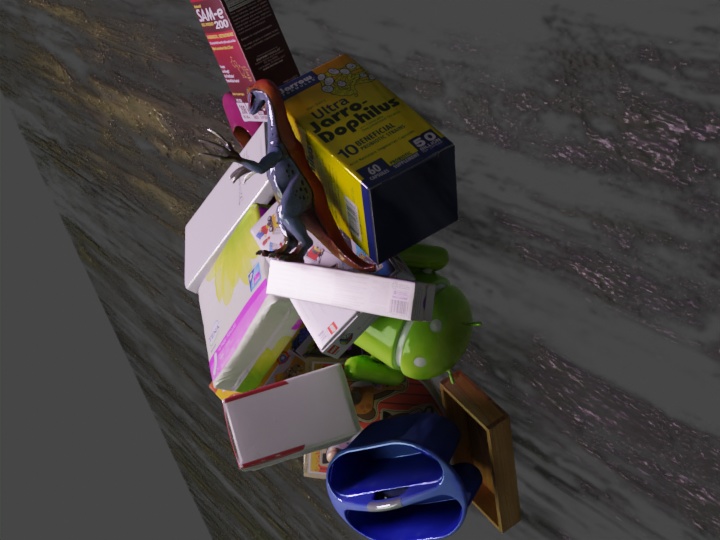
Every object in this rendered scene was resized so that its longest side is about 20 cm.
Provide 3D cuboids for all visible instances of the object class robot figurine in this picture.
[{"bbox_3d":[0.041,0.044,1.534,0.199,0.115,0.177,31,112,23],"label":"robot figurine"}]

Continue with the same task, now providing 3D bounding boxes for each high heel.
[{"bbox_3d":[-0.152,-0.145,1.813,0.201,0.096,0.068,54,160,17],"label":"high heel"}]

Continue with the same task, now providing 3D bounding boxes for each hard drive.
[{"bbox_3d":[-0.165,-0.082,1.750,0.200,0.026,0.133,-49,29,30],"label":"hard drive"}]

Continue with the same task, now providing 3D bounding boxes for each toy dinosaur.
[{"bbox_3d":[-0.074,-0.103,1.418,0.105,0.197,0.184,-163,81,-80],"label":"toy dinosaur"}]

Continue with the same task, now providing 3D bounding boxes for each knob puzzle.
[{"bbox_3d":[0.025,0.198,1.744,0.031,0.217,0.222,-82,-29,-67],"label":"knob puzzle"}]

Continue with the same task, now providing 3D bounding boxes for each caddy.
[{"bbox_3d":[0.050,0.259,1.661,0.198,0.105,0.142,-17,108,37],"label":"caddy"}]

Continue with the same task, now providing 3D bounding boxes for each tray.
[{"bbox_3d":[0.150,0.224,1.676,0.099,0.037,0.201,43,154,42],"label":"tray"}]

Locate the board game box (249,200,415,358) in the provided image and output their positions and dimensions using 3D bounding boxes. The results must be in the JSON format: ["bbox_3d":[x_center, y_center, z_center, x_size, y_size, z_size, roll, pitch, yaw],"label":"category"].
[{"bbox_3d":[-0.035,-0.018,1.499,0.034,0.126,0.201,27,-156,-49],"label":"board game box"}]

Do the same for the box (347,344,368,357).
[{"bbox_3d":[0.000,0.000,1.649,0.142,0.036,0.202,-19,99,44],"label":"box"}]

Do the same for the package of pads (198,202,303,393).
[{"bbox_3d":[-0.131,0.032,1.658,0.200,0.067,0.156,-53,40,43],"label":"package of pads"}]

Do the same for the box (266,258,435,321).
[{"bbox_3d":[-0.012,0.020,1.414,0.198,0.038,0.042,8,91,38],"label":"box"}]

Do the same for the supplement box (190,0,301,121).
[{"bbox_3d":[-0.140,-0.282,1.642,0.109,0.060,0.202,15,131,65],"label":"supplement box"}]

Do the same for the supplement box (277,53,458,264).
[{"bbox_3d":[0.001,-0.121,1.438,0.200,0.108,0.110,44,154,38],"label":"supplement box"}]

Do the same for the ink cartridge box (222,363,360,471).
[{"bbox_3d":[-0.083,0.177,1.607,0.200,0.145,0.084,114,139,-79],"label":"ink cartridge box"}]

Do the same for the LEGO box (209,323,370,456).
[{"bbox_3d":[-0.076,0.117,1.778,0.149,0.201,0.077,37,178,-39],"label":"LEGO box"}]
